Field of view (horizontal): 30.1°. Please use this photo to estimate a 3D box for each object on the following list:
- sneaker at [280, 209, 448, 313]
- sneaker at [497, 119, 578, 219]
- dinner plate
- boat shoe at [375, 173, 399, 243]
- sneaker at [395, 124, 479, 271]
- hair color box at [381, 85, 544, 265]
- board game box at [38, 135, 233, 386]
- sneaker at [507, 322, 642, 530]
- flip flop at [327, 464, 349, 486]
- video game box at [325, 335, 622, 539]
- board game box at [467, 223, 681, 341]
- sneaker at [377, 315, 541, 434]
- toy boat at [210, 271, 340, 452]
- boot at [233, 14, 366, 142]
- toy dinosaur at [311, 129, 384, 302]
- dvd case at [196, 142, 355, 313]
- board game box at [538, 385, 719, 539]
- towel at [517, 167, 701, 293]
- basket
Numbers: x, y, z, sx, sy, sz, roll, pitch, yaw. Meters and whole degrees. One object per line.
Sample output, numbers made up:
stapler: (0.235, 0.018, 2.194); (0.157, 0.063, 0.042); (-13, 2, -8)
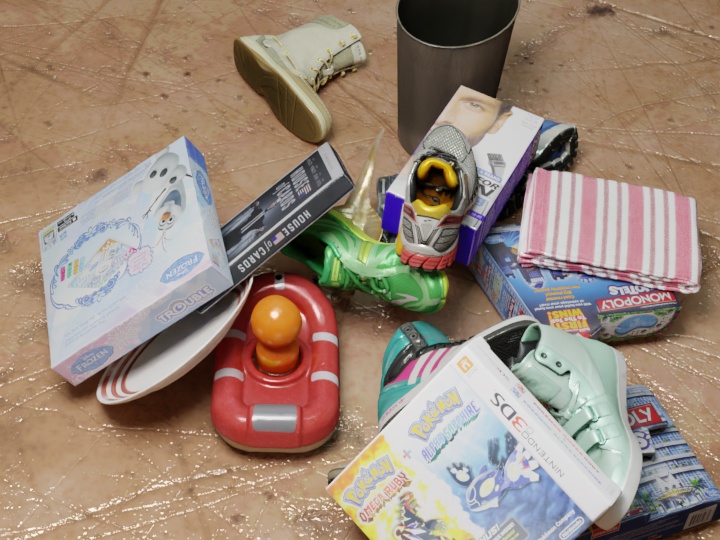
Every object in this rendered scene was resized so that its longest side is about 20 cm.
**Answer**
sneaker: (0.000, 0.000, 1.380); (0.199, 0.075, 0.083); (23, 36, 28)
sneaker: (0.171, -0.126, 1.610); (0.199, 0.079, 0.089); (-31, 40, -33)
dinner plate: (-0.182, 0.069, 1.345); (0.199, 0.024, 0.201); (-33, 21, 14)
boat shoe: (0.039, -0.035, 1.514); (0.070, 0.073, 0.201); (-5, 39, 11)
sneaker: (0.085, -0.089, 1.360); (0.077, 0.083, 0.201); (9, 41, 2)
hair color box: (0.115, -0.109, 1.481); (0.108, 0.065, 0.201); (23, 49, 13)
board game box: (-0.234, -0.013, 1.365); (0.199, 0.043, 0.200); (-31, 44, 13)
sneaker: (0.185, 0.136, 1.210); (0.117, 0.074, 0.202); (22, 41, -18)
flip flop: (0.064, 0.171, 1.268); (0.198, 0.081, 0.058); (-23, 49, 9)
video game box: (0.095, 0.192, 1.170); (0.182, 0.200, 0.047); (47, 23, 12)
board game box: (0.234, 0.034, 1.456); (0.198, 0.062, 0.201); (-5, 47, -9)
sneaker: (0.093, 0.086, 1.340); (0.199, 0.084, 0.121); (-37, 33, 17)
toy boat: (-0.084, 0.076, 1.343); (0.129, 0.131, 0.201); (1, 46, -3)
boot: (-0.053, -0.252, 1.709); (0.154, 0.073, 0.200); (-22, 51, -26)
toy dinosaur: (-0.016, -0.055, 1.499); (0.100, 0.058, 0.202); (3, 73, 32)
dvd case: (-0.097, -0.048, 1.379); (0.200, 0.025, 0.150); (-39, 19, 5)
board game box: (0.225, 0.175, 1.308); (0.198, 0.062, 0.201); (-14, 49, -17)
towel: (0.276, -0.044, 1.475); (0.198, 0.030, 0.147); (11, 46, 3)
basket: (0.108, -0.239, 1.614); (0.135, 0.201, 0.181); (24, 49, 18)
